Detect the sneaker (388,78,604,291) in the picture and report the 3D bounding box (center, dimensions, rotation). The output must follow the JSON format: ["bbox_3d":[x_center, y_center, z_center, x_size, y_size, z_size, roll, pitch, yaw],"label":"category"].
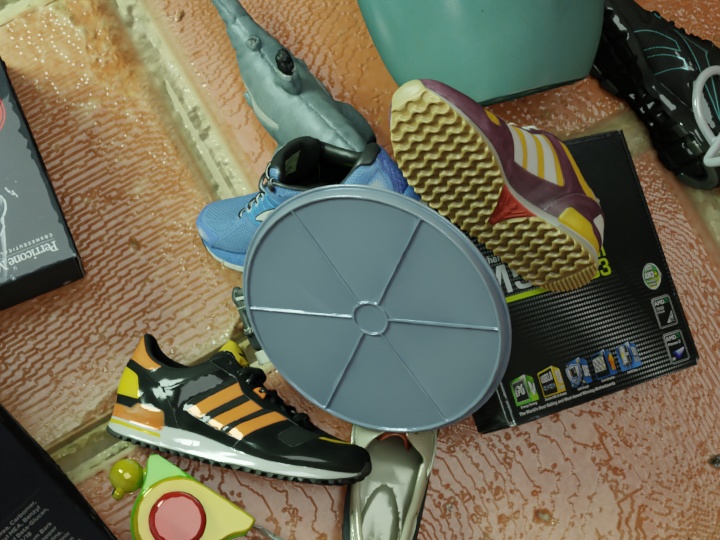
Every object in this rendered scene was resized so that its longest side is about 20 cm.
[{"bbox_3d":[0.096,-0.074,1.102,0.200,0.075,0.091,44,40,-25],"label":"sneaker"}]

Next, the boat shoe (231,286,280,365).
[{"bbox_3d":[0.000,0.000,1.182,0.199,0.072,0.068,-26,84,-10],"label":"boat shoe"}]

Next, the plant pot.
[{"bbox_3d":[0.092,-0.205,1.169,0.199,0.201,0.162,-15,93,-8],"label":"plant pot"}]

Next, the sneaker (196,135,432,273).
[{"bbox_3d":[-0.045,-0.057,1.137,0.089,0.199,0.079,57,42,-27],"label":"sneaker"}]

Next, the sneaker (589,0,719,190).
[{"bbox_3d":[0.238,-0.160,1.243,0.079,0.075,0.201,-39,96,-20],"label":"sneaker"}]

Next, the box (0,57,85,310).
[{"bbox_3d":[-0.324,-0.049,1.137,0.199,0.104,0.183,-23,86,-9],"label":"box"}]

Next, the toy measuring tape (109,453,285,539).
[{"bbox_3d":[-0.102,0.204,1.141,0.199,0.074,0.074,33,79,0],"label":"toy measuring tape"}]

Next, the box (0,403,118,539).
[{"bbox_3d":[-0.264,0.145,1.027,0.117,0.196,0.200,-42,126,-11],"label":"box"}]

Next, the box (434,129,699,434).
[{"bbox_3d":[0.144,0.004,1.175,0.199,0.047,0.195,-13,84,-33],"label":"box"}]

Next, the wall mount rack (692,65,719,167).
[{"bbox_3d":[0.349,-0.097,1.212,0.200,0.074,0.174,50,60,-21],"label":"wall mount rack"}]

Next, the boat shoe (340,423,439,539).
[{"bbox_3d":[0.023,0.132,1.170,0.071,0.063,0.202,11,79,-3],"label":"boat shoe"}]

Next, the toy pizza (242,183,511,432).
[{"bbox_3d":[0.012,0.026,1.096,0.200,0.201,0.032,35,38,0],"label":"toy pizza"}]

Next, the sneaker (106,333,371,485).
[{"bbox_3d":[-0.084,0.099,1.139,0.198,0.070,0.091,11,83,12],"label":"sneaker"}]

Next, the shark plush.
[{"bbox_3d":[-0.049,-0.148,1.194,0.090,0.083,0.201,-23,85,-9],"label":"shark plush"}]
